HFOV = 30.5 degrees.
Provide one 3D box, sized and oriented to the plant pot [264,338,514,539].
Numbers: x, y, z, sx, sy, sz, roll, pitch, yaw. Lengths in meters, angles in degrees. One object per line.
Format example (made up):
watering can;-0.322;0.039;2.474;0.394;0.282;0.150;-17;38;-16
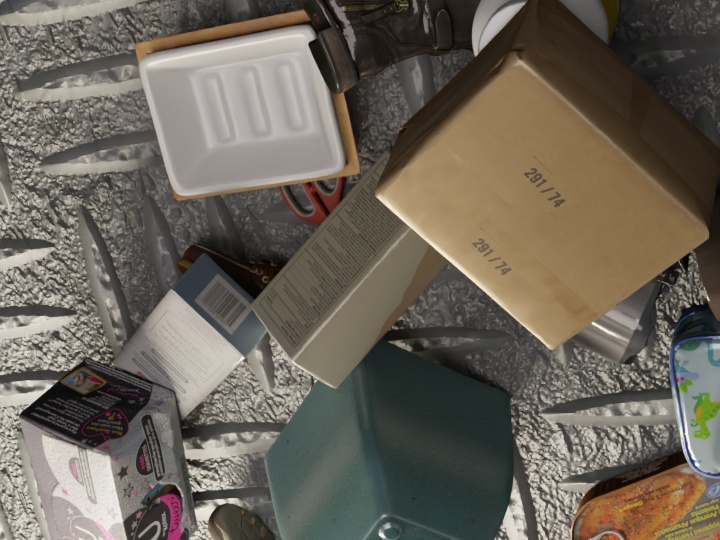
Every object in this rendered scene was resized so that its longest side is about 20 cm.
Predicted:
plant pot;0.035;0.221;1.280;0.194;0.201;0.197;23;120;-21

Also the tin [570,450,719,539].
tin;0.308;0.250;1.333;0.198;0.042;0.113;-26;99;25

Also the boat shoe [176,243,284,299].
boat shoe;-0.092;0.027;1.347;0.198;0.070;0.071;33;78;4

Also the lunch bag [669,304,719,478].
lunch bag;0.389;0.109;1.224;0.197;0.083;0.163;-9;109;20

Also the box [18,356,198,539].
box;-0.265;0.220;1.412;0.131;0.115;0.202;17;131;28

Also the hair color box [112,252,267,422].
hair color box;-0.173;0.073;1.346;0.099;0.061;0.200;42;143;-3

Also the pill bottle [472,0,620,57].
pill bottle;0.153;-0.204;1.096;0.110;0.200;0.114;6;114;14

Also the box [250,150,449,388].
box;0.000;0.000;1.240;0.200;0.095;0.078;-47;138;6

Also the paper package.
paper package;0.140;-0.072;0.994;0.199;0.104;0.190;38;132;-12

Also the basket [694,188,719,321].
basket;0.397;-0.027;1.136;0.197;0.135;0.183;-13;84;26

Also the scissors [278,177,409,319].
scissors;-0.019;-0.030;1.329;0.072;0.014;0.202;-20;106;21

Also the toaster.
toaster;0.209;0.008;1.180;0.128;0.200;0.115;24;85;10

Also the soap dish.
soap dish;-0.103;-0.160;1.259;0.197;0.081;0.160;-7;110;20

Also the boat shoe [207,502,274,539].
boat shoe;-0.121;0.356;1.488;0.073;0.075;0.202;-26;102;24

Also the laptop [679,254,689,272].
laptop;0.197;-0.098;1.141;0.197;0.178;0.105;12;115;11

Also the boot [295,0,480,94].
boot;0.024;-0.263;1.162;0.172;0.069;0.203;-23;104;-12
